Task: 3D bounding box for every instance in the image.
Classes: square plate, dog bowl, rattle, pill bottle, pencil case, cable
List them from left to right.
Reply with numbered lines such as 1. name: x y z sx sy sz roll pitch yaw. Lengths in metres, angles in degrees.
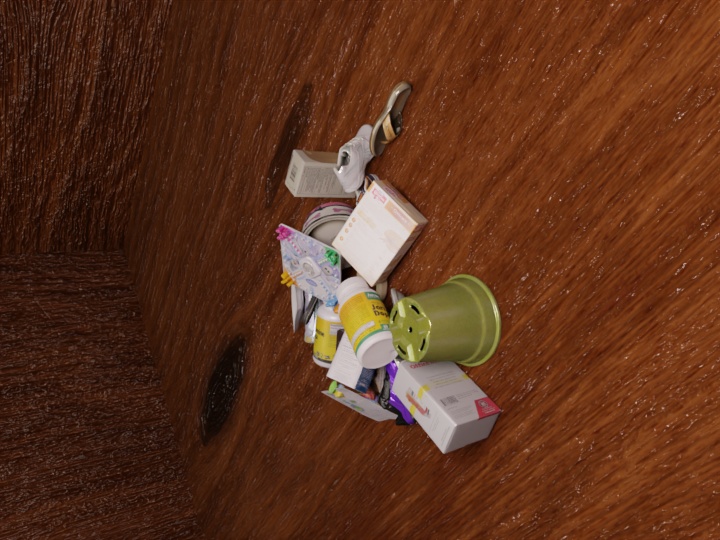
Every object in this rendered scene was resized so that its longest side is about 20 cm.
1. square plate: -0.199 0.066 1.791 0.199 0.028 0.205 107 159 -63
2. pencil case: -0.132 0.117 1.719 0.081 0.091 0.206 0 92 13
3. cable: -0.108 0.059 1.623 0.097 0.049 0.204 112 179 -69
4. dog bowl: -0.070 -0.097 1.537 0.075 0.195 0.202 -103 33 -43
5. pill bottle: -0.074 0.164 1.625 0.112 0.110 0.206 24 113 50
6. rattle: 0.000 0.000 1.490 0.131 0.139 0.204 -116 31 -55
7. pill bottle: 0.012 0.115 1.333 0.114 0.110 0.202 -64 38 35

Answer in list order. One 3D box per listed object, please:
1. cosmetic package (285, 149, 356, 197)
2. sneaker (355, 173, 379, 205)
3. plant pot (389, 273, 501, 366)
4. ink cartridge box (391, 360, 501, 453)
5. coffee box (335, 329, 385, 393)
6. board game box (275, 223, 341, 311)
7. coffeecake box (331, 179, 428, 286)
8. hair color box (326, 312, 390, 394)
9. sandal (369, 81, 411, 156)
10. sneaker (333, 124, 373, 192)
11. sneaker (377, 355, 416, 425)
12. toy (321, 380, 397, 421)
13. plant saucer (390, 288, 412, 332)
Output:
1. cosmetic package: -0.094 -0.258 1.535 0.071 0.196 0.107 50 130 39
2. sneaker: 0.038 -0.168 1.463 0.202 0.078 0.079 57 134 32
3. plant pot: 0.167 0.116 1.222 0.198 0.181 0.207 7 98 53
4. ink cartridge box: 0.183 0.282 1.252 0.200 0.142 0.085 46 130 42
5. coffee box: 0.022 0.233 1.516 0.198 0.078 0.116 16 107 48
6. board game box: -0.137 -0.004 1.510 0.197 0.026 0.203 26 138 24
7. coffeecake box: 0.045 -0.091 1.393 0.154 0.073 0.201 45 118 16
8. hair color box: 0.002 0.189 1.419 0.098 0.060 0.204 15 77 39
9. sandal: 0.078 -0.362 1.401 0.054 0.080 0.202 40 124 17
10. sneaker: -0.010 -0.303 1.460 0.069 0.080 0.204 -1 58 36
11. sneaker: 0.079 0.286 1.389 0.070 0.097 0.204 -30 -83 -83
12. toy: 0.006 0.336 1.496 0.114 0.197 0.048 -26 42 53
13. plant saucer: 0.115 0.139 1.363 0.200 0.049 0.206 -13 -89 -89
